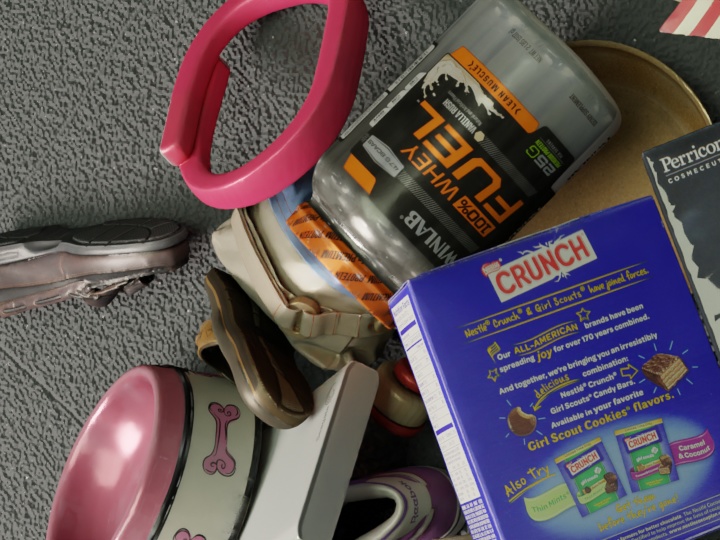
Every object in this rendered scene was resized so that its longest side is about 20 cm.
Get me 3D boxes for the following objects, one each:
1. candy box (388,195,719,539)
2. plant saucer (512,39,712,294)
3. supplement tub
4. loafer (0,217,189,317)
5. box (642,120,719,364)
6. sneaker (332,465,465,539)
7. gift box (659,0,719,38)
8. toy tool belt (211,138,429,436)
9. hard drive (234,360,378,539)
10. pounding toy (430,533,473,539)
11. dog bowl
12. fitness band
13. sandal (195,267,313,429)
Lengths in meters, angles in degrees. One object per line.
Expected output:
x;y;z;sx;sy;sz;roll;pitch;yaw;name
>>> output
0.128;0.078;1.447;0.168;0.077;0.201;-18;84;-15;candy box
0.150;-0.047;1.576;0.199;0.035;0.202;-1;88;30;plant saucer
0.056;-0.067;1.515;0.200;0.123;0.123;-46;66;2;supplement tub
-0.199;0.000;1.774;0.199;0.072;0.063;-2;107;37;loafer
0.272;0.003;1.439;0.147;0.107;0.201;-22;77;8;box
-0.036;0.180;1.637;0.200;0.114;0.073;-29;76;28;sneaker
0.269;-0.222;1.425;0.199;0.186;0.186;2;89;30;gift box
0.000;0.000;1.617;0.200;0.125;0.123;47;119;23;toy tool belt
-0.057;0.153;1.603;0.200;0.027;0.133;-40;27;54;hard drive
0.117;0.222;1.510;0.142;0.199;0.186;-23;75;63;pounding toy
-0.148;0.154;1.664;0.200;0.073;0.201;-49;28;37;dog bowl
-0.063;-0.127;1.649;0.143;0.037;0.201;-17;43;28;fitness band
-0.076;0.058;1.629;0.055;0.082;0.200;-48;26;14;sandal
